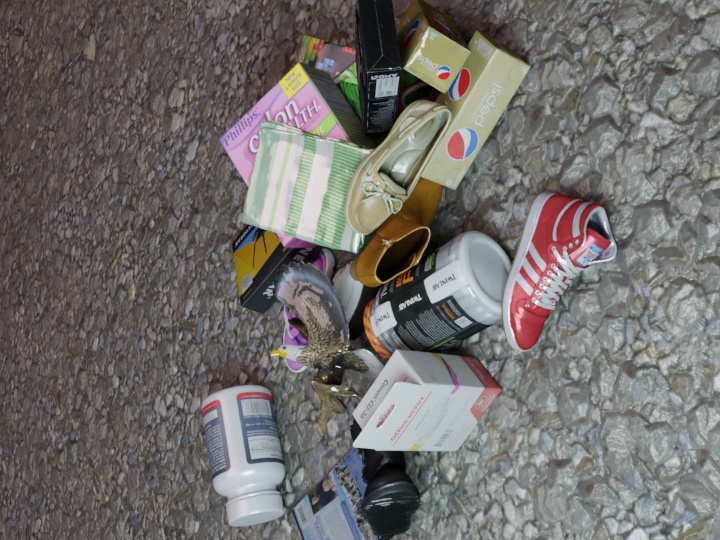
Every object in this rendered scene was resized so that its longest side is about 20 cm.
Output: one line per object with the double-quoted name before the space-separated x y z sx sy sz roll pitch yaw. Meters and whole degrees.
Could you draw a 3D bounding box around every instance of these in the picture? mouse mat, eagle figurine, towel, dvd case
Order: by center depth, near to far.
"towel" -0.070 -0.118 1.339 0.197 0.023 0.155 17 99 25
"eagle figurine" -0.056 0.100 1.352 0.152 0.149 0.202 -44 36 34
"dvd case" -0.020 0.365 1.415 0.200 0.017 0.144 -48 52 29
"mouse mat" 0.032 -0.229 1.422 0.160 0.007 0.202 -35 73 23

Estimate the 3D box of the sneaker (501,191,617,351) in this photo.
"sneaker" 0.243 0.007 1.164 0.112 0.071 0.203 13 90 50

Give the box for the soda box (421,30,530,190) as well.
"soda box" 0.145 -0.218 1.309 0.201 0.067 0.064 -59 36 22

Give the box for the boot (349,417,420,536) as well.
"boot" 0.028 0.249 1.276 0.201 0.075 0.171 87 174 -62

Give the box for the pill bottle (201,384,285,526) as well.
"pill bottle" -0.184 0.298 1.530 0.119 0.118 0.203 -33 60 38

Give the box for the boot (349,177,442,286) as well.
"boot" 0.069 -0.056 1.289 0.202 0.071 0.144 -50 14 -13

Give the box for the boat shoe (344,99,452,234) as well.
"boat shoe" 0.050 -0.135 1.261 0.202 0.073 0.063 -53 26 -2

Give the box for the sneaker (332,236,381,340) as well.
"sneaker" 0.000 0.000 1.423 0.085 0.072 0.202 46 117 38

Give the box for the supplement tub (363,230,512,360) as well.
"supplement tub" 0.103 0.042 1.270 0.199 0.121 0.124 -33 60 38

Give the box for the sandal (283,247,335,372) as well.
"sandal" -0.096 0.059 1.531 0.082 0.049 0.206 12 90 47

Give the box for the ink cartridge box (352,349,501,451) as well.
"ink cartridge box" 0.073 0.167 1.220 0.117 0.198 0.068 -57 48 22

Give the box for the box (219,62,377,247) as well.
"box" -0.079 -0.167 1.408 0.175 0.096 0.202 -38 74 22

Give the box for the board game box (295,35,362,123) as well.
"board game box" -0.042 -0.250 1.501 0.164 0.056 0.203 21 98 32

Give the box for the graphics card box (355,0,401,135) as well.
"graphics card box" 0.022 -0.284 1.310 0.200 0.050 0.128 88 176 -74

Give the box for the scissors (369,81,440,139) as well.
"scissors" 0.035 -0.221 1.412 0.197 0.014 0.074 -15 85 27

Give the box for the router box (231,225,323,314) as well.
"router box" -0.133 -0.049 1.570 0.200 0.051 0.150 -47 40 29

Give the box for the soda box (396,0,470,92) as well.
"soda box" 0.094 -0.315 1.312 0.064 0.067 0.201 -57 16 21
